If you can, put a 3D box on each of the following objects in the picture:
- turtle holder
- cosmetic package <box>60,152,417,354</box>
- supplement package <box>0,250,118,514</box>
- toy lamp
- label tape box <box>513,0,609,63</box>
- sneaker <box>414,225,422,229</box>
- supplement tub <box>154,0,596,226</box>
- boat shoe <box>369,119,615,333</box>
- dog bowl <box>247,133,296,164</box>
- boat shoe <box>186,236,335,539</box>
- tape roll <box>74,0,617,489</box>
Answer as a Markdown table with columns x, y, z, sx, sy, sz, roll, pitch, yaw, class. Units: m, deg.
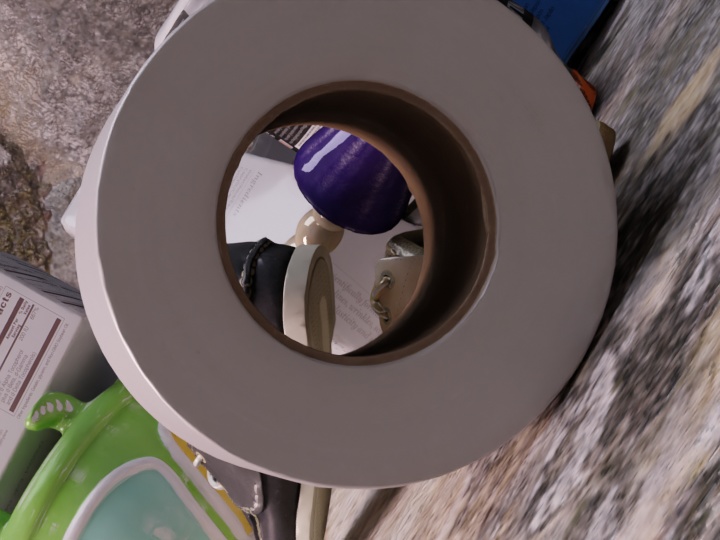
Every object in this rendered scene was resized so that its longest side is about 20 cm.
| x | y | z | sx | sy | sz | roll | pitch | yaw | class |
| --- | --- | --- | --- | --- | --- | --- | --- | --- | --- |
| -0.114 | 0.132 | 1.388 | 0.186 | 0.131 | 0.141 | -53 | -16 | -33 | turtle holder |
| -0.052 | -0.009 | 1.345 | 0.200 | 0.102 | 0.074 | 18 | 72 | 48 | cosmetic package |
| -0.220 | 0.095 | 1.445 | 0.201 | 0.111 | 0.156 | -62 | -13 | 1 | supplement package |
| -0.030 | -0.002 | 1.193 | 0.200 | 0.058 | 0.058 | -55 | 7 | 36 | toy lamp |
| 0.081 | -0.140 | 1.458 | 0.144 | 0.063 | 0.200 | -55 | 6 | -23 | label tape box |
| 0.005 | -0.016 | 1.415 | 0.200 | 0.086 | 0.075 | -57 | 8 | 20 | sneaker |
| 0.009 | -0.104 | 1.285 | 0.123 | 0.200 | 0.123 | -56 | 8 | 12 | supplement tub |
| 0.037 | 0.006 | 1.166 | 0.200 | 0.065 | 0.072 | -57 | 6 | 18 | boat shoe |
| 0.003 | -0.104 | 1.605 | 0.200 | 0.059 | 0.200 | -35 | -17 | -12 | dog bowl |
| -0.045 | 0.072 | 1.179 | 0.072 | 0.067 | 0.201 | -77 | -13 | -54 | boat shoe |
| -0.011 | -0.015 | 1.035 | 0.203 | 0.202 | 0.139 | -59 | 6 | -7 | tape roll |
